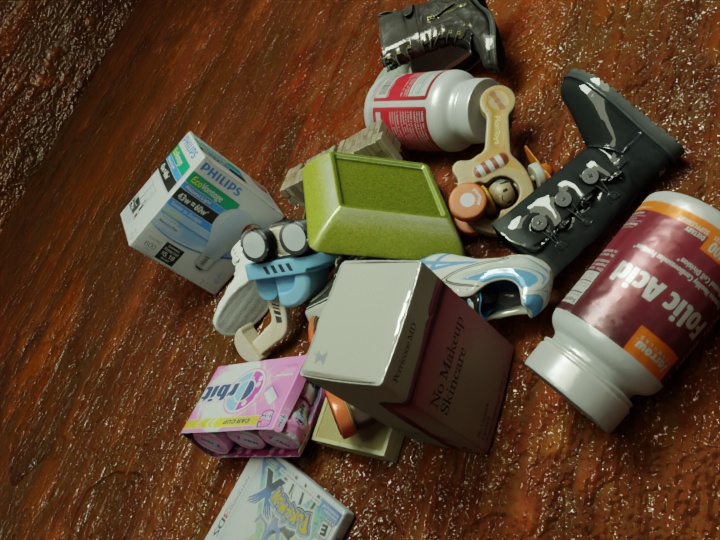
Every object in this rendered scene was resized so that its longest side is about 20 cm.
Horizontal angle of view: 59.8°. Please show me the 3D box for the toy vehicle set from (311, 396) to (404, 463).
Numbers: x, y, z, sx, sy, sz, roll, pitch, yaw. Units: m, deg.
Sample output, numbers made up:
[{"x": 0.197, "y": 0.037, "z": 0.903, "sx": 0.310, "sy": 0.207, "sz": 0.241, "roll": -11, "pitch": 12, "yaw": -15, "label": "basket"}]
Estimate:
[{"x": 0.020, "y": 0.130, "z": 0.792, "sx": 0.124, "sy": 0.026, "sz": 0.201, "roll": -1, "pitch": 61, "yaw": 44, "label": "toy vehicle set"}]

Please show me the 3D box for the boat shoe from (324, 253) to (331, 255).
[{"x": -0.002, "y": -0.083, "z": 0.878, "sx": 0.070, "sy": 0.071, "sz": 0.200, "roll": -17, "pitch": 17, "yaw": 28, "label": "boat shoe"}]

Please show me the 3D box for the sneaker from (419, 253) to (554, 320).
[{"x": 0.115, "y": 0.023, "z": 0.702, "sx": 0.199, "sy": 0.072, "sz": 0.073, "roll": -6, "pitch": 34, "yaw": 41, "label": "sneaker"}]

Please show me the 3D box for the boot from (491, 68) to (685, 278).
[{"x": 0.227, "y": -0.108, "z": 0.710, "sx": 0.200, "sy": 0.066, "sz": 0.165, "roll": -46, "pitch": 62, "yaw": 10, "label": "boot"}]

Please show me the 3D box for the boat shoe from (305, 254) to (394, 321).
[{"x": 0.000, "y": 0.000, "z": 0.863, "sx": 0.199, "sy": 0.071, "sz": 0.064, "roll": -34, "pitch": 84, "yaw": 12, "label": "boat shoe"}]

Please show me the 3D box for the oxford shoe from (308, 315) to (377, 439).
[{"x": -0.017, "y": 0.120, "z": 0.778, "sx": 0.072, "sy": 0.072, "sz": 0.200, "roll": -20, "pitch": 39, "yaw": -6, "label": "oxford shoe"}]

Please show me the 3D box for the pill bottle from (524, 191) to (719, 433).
[{"x": 0.249, "y": 0.039, "z": 0.569, "sx": 0.200, "sy": 0.114, "sz": 0.114, "roll": -51, "pitch": 39, "yaw": 1, "label": "pill bottle"}]

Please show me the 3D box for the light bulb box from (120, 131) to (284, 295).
[{"x": -0.282, "y": -0.099, "z": 1.123, "sx": 0.200, "sy": 0.198, "sz": 0.125, "roll": -48, "pitch": 41, "yaw": 7, "label": "light bulb box"}]

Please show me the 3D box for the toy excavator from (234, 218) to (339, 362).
[{"x": -0.114, "y": 0.030, "z": 0.911, "sx": 0.193, "sy": 0.100, "sz": 0.202, "roll": -9, "pitch": 98, "yaw": 24, "label": "toy excavator"}]

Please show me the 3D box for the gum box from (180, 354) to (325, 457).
[{"x": -0.138, "y": 0.187, "z": 0.853, "sx": 0.199, "sy": 0.066, "sz": 0.114, "roll": -14, "pitch": 38, "yaw": 38, "label": "gum box"}]

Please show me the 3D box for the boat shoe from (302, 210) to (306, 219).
[{"x": -0.067, "y": -0.094, "z": 1.015, "sx": 0.073, "sy": 0.063, "sz": 0.202, "roll": -16, "pitch": 52, "yaw": 36, "label": "boat shoe"}]

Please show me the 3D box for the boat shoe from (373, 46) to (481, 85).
[{"x": 0.113, "y": -0.324, "z": 1.019, "sx": 0.199, "sy": 0.060, "sz": 0.076, "roll": -17, "pitch": 75, "yaw": 33, "label": "boat shoe"}]

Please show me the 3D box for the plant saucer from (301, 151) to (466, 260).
[{"x": 0.029, "y": -0.093, "z": 0.810, "sx": 0.200, "sy": 0.198, "sz": 0.048, "roll": -101, "pitch": 20, "yaw": -51, "label": "plant saucer"}]

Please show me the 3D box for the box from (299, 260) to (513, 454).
[{"x": 0.057, "y": 0.092, "z": 0.648, "sx": 0.108, "sy": 0.200, "sz": 0.129, "roll": 0, "pitch": 61, "yaw": 43, "label": "box"}]

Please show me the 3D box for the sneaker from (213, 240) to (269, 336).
[{"x": -0.191, "y": 0.016, "z": 1.055, "sx": 0.115, "sy": 0.074, "sz": 0.200, "roll": 15, "pitch": 63, "yaw": 50, "label": "sneaker"}]

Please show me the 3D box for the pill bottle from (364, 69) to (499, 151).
[{"x": 0.107, "y": -0.230, "z": 0.910, "sx": 0.199, "sy": 0.112, "sz": 0.113, "roll": 16, "pitch": 73, "yaw": 48, "label": "pill bottle"}]

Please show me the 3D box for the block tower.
[{"x": -0.028, "y": -0.155, "z": 0.943, "sx": 0.199, "sy": 0.054, "sz": 0.058, "roll": -19, "pitch": 40, "yaw": 35, "label": "block tower"}]

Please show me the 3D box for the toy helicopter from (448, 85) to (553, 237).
[{"x": 0.182, "y": -0.140, "z": 0.787, "sx": 0.131, "sy": 0.079, "sz": 0.202, "roll": 0, "pitch": 76, "yaw": 15, "label": "toy helicopter"}]

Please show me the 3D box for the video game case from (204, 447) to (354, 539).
[{"x": -0.115, "y": 0.334, "z": 0.775, "sx": 0.199, "sy": 0.022, "sz": 0.183, "roll": 18, "pitch": 75, "yaw": 49, "label": "video game case"}]

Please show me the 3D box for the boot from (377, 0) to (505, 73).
[{"x": 0.113, "y": -0.338, "z": 0.930, "sx": 0.173, "sy": 0.069, "sz": 0.201, "roll": -21, "pitch": 58, "yaw": 16, "label": "boot"}]
